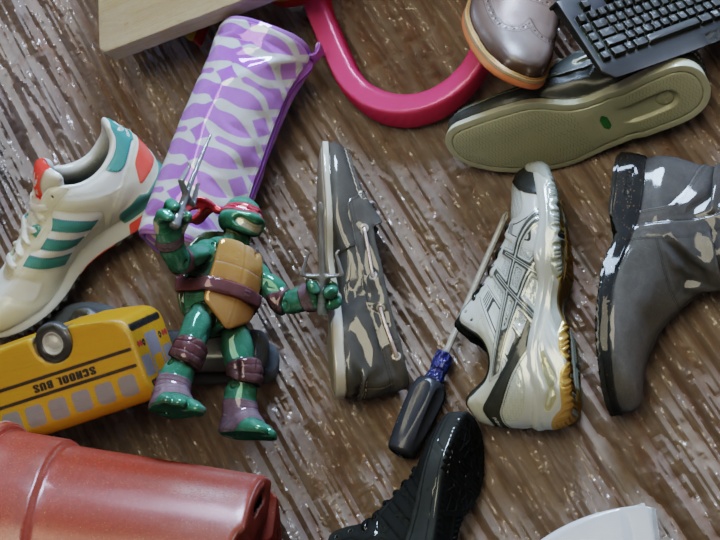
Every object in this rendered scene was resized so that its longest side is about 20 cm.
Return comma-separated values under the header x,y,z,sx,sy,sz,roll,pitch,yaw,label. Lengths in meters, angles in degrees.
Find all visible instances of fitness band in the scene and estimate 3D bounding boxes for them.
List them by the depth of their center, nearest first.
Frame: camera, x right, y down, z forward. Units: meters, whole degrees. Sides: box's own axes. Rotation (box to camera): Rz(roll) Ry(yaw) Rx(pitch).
x,y,z,sx,sy,sz,roll,pitch,yaw,label
0.033,-0.205,1.568,0.143,0.037,0.201,-26,63,6,fitness band

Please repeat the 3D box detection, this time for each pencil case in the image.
x,y,z,sx,sy,sz,roll,pitch,yaw,label
-0.101,-0.094,1.531,0.085,0.084,0.201,16,78,15,pencil case

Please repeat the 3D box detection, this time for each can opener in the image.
x,y,z,sx,sy,sz,roll,pitch,yaw,label
-0.159,0.055,1.515,0.199,0.053,0.067,3,69,18,can opener

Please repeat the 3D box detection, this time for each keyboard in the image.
x,y,z,sx,sy,sz,roll,pitch,yaw,label
0.226,-0.216,1.468,0.199,0.021,0.127,-22,64,-26,keyboard

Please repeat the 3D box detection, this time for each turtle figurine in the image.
x,y,z,sx,sy,sz,roll,pitch,yaw,label
-0.090,0.014,1.434,0.149,0.101,0.201,14,74,-17,turtle figurine

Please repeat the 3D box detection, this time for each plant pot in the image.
x,y,z,sx,sy,sz,roll,pitch,yaw,label
-0.163,0.212,1.388,0.194,0.201,0.202,3,70,10,plant pot

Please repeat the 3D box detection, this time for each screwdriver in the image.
x,y,z,sx,sy,sz,roll,pitch,yaw,label
0.068,0.044,1.460,0.028,0.029,0.201,19,80,23,screwdriver

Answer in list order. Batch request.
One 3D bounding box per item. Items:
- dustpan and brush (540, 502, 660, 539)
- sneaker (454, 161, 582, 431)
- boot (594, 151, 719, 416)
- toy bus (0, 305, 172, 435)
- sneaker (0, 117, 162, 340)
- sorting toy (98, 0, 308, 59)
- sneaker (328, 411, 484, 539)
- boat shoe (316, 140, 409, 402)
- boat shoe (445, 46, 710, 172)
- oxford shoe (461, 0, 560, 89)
x,y,z,sx,sy,sz,roll,pitch,yaw,label
0.112,0.242,1.364,0.198,0.057,0.141,-8,66,7,dustpan and brush
0.108,0.016,1.435,0.087,0.076,0.201,-6,67,15,sneaker
0.236,0.007,1.406,0.131,0.070,0.201,5,75,13,boot
-0.238,0.081,1.480,0.199,0.065,0.079,-19,94,19,toy bus
-0.241,-0.037,1.545,0.200,0.094,0.070,-41,36,-4,sneaker
-0.112,-0.278,1.606,0.199,0.070,0.200,-16,64,26,sorting toy
0.018,0.189,1.400,0.104,0.060,0.201,-6,54,31,sneaker
0.000,0.000,1.488,0.057,0.067,0.201,-2,72,-8,boat shoe
0.159,-0.126,1.487,0.199,0.072,0.068,-16,45,13,boat shoe
0.120,-0.213,1.478,0.071,0.073,0.201,17,42,-13,oxford shoe
